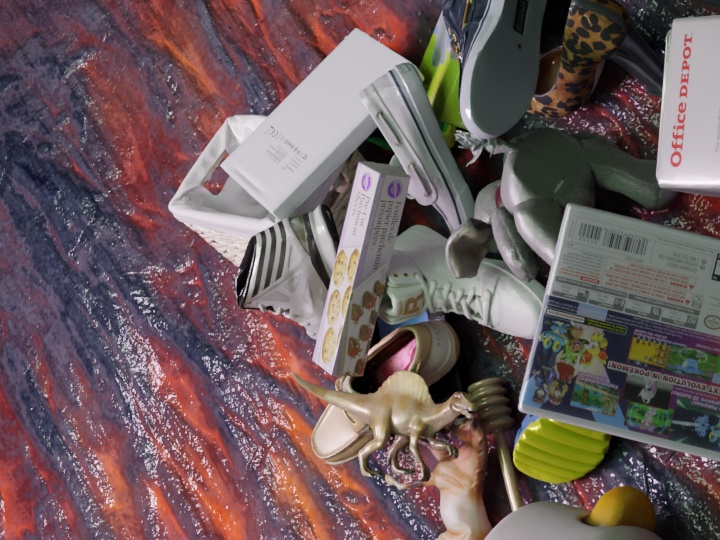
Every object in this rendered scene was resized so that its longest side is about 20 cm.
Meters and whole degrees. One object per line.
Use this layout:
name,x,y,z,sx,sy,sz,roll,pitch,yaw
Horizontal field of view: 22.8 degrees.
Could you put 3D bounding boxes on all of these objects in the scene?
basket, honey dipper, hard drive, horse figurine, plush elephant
basket,-0.079,-0.069,1.875,0.199,0.123,0.136,12,62,48
honey dipper,0.145,0.202,1.697,0.038,0.038,0.202,-30,67,40
hard drive,-0.040,-0.148,1.791,0.200,0.027,0.132,-46,37,-3
horse figurine,0.084,0.236,1.733,0.132,0.050,0.202,-4,91,43
plush elephant,0.161,-0.051,1.638,0.199,0.155,0.165,34,68,10

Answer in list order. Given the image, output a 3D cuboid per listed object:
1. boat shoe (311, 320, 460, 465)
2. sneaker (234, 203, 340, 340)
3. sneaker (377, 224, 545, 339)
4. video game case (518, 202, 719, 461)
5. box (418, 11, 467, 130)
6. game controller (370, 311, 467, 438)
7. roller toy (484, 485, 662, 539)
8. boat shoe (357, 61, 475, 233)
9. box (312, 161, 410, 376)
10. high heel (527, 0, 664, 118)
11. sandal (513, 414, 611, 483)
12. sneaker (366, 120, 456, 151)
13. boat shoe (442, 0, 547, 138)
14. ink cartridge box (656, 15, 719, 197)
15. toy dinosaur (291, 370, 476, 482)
boat shoe,0.009,0.117,1.765,0.200,0.069,0.074,-47,56,24
sneaker,-0.062,0.029,1.778,0.076,0.114,0.202,-103,-3,-53
sneaker,0.082,0.030,1.705,0.199,0.115,0.074,25,128,36
video game case,0.250,0.054,1.517,0.198,0.023,0.184,14,97,3
box,0.119,-0.248,1.739,0.122,0.047,0.202,-117,46,-66
game controller,0.051,0.066,1.807,0.104,0.042,0.202,-30,65,41
roller toy,0.188,0.298,1.531,0.139,0.199,0.184,10,128,47
boat shoe,0.056,-0.104,1.732,0.074,0.066,0.201,-115,0,-69
box,0.000,0.000,1.678,0.041,0.038,0.202,32,113,50
high heel,0.174,-0.203,1.630,0.199,0.142,0.072,-1,63,43
sandal,0.203,0.113,1.627,0.201,0.079,0.087,-57,12,34
sneaker,0.018,-0.174,1.841,0.200,0.083,0.075,35,111,44
boat shoe,0.112,-0.198,1.603,0.091,0.071,0.202,-17,49,51
ink cartridge box,0.351,-0.135,1.478,0.199,0.084,0.148,5,90,48
toy dinosaur,0.030,0.145,1.709,0.198,0.058,0.102,3,91,29
